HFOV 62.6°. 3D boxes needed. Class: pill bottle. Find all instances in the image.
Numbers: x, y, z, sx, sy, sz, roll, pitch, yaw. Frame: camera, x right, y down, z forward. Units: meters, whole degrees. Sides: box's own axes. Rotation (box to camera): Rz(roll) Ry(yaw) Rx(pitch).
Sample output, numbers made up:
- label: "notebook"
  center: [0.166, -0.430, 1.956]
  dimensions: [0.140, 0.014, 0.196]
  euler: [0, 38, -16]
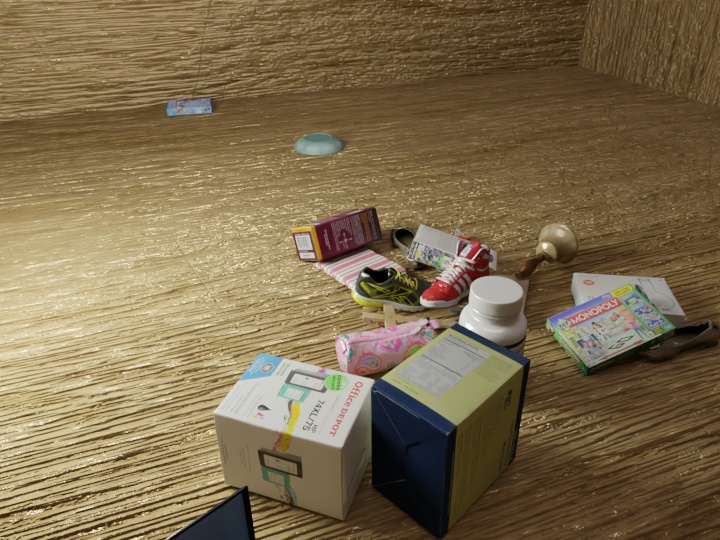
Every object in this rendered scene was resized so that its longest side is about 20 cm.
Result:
- label: "pill bottle"
  center: [0.229, 0.119, 1.039]
  dimensions: [0.117, 0.203, 0.120]
  euler: [0, 29, 0]

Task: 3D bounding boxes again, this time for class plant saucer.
- label: "plant saucer"
  center: [-0.161, -0.493, 2.271]
  dimensions: [0.197, 0.039, 0.202]
  euler: [-1, 30, 1]

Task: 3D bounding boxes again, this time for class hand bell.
- label: "hand bell"
  center: [0.420, -0.029, 1.390]
  dimensions: [0.103, 0.106, 0.199]
  euler: [24, 38, 36]

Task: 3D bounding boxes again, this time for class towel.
- label: "towel"
  center: [0.000, 0.000, 1.430]
  dimensions: [0.145, 0.030, 0.199]
  euler: [-21, 33, -32]

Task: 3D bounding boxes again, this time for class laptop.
- label: "laptop"
  center: [-0.166, 0.375, 0.628]
  dimensions: [0.101, 0.180, 0.201]
  euler: [-4, 29, -5]

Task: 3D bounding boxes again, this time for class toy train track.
- label: "toy train track"
  center: [0.101, 0.114, 1.228]
  dimensions: [0.196, 0.033, 0.115]
  euler: [5, 23, -2]

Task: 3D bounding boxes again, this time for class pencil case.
- label: "pencil case"
  center: [0.053, 0.143, 1.119]
  dimensions: [0.196, 0.089, 0.088]
  euler: [-10, 31, -15]

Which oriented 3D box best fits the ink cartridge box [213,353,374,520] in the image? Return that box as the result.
- label: "ink cartridge box"
  center: [-0.090, 0.242, 0.887]
  dimensions: [0.196, 0.148, 0.147]
  euler: [10, 31, 17]

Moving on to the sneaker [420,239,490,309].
- label: "sneaker"
  center: [0.200, 0.003, 1.232]
  dimensions: [0.198, 0.114, 0.071]
  euler: [-21, 32, -38]

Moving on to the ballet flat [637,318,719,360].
- label: "ballet flat"
  center: [0.625, 0.132, 1.164]
  dimensions: [0.196, 0.047, 0.068]
  euler: [-9, 30, -13]

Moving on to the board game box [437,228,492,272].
- label: "board game box"
  center: [0.235, -0.058, 1.506]
  dimensions: [0.155, 0.040, 0.200]
  euler: [-14, 32, -22]

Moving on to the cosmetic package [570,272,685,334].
- label: "cosmetic package"
  center: [0.568, 0.068, 1.275]
  dimensions: [0.196, 0.053, 0.151]
  euler: [3, 28, 8]

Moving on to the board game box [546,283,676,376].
- label: "board game box"
  center: [0.485, 0.112, 1.156]
  dimensions: [0.197, 0.029, 0.135]
  euler: [-22, 46, -10]

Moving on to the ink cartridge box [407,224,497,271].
- label: "ink cartridge box"
  center: [0.216, -0.037, 1.377]
  dimensions: [0.197, 0.051, 0.109]
  euler: [21, 28, 6]

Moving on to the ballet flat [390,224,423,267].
- label: "ballet flat"
  center: [0.119, -0.074, 1.511]
  dimensions: [0.066, 0.047, 0.201]
  euler: [-15, 31, -1]

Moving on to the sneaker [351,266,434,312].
- label: "sneaker"
  center: [0.082, 0.036, 1.286]
  dimensions: [0.196, 0.086, 0.075]
  euler: [0, 39, -12]

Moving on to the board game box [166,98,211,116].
- label: "board game box"
  center: [-0.792, -0.760, 2.748]
  dimensions: [0.196, 0.037, 0.152]
  euler: [-8, 31, -11]

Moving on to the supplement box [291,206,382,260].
- label: "supplement box"
  center: [-0.058, -0.093, 1.497]
  dimensions: [0.198, 0.087, 0.110]
  euler: [-20, 12, -30]

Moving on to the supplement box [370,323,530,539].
- label: "supplement box"
  center: [0.128, 0.224, 0.860]
  dimensions: [0.133, 0.203, 0.198]
  euler: [25, 39, 37]

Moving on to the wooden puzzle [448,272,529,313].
- label: "wooden puzzle"
  center: [0.270, 0.059, 1.306]
  dimensions: [0.182, 0.047, 0.200]
  euler: [10, 27, 17]
